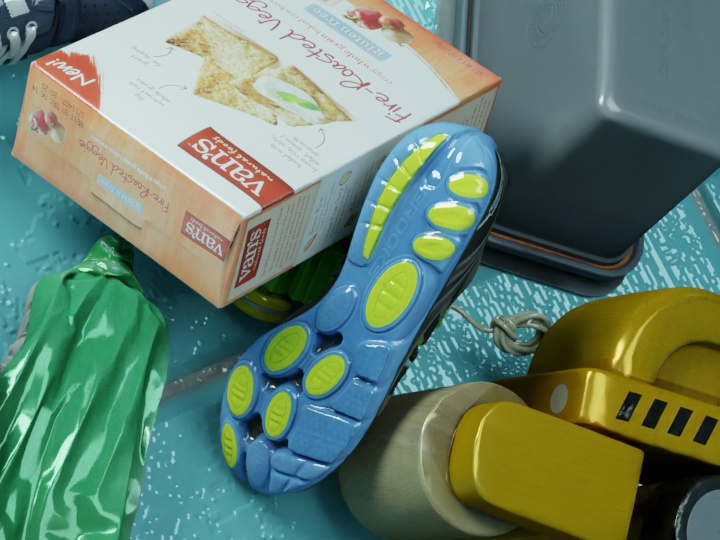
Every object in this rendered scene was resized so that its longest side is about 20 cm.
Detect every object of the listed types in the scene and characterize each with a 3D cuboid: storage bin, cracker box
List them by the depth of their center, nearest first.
[{"bbox_3d":[-0.046,-0.073,1.322,0.134,0.058,0.200,35,40,21],"label":"cracker box"},{"bbox_3d":[0.132,-0.106,1.449,0.145,0.134,0.201,17,62,-24],"label":"storage bin"}]

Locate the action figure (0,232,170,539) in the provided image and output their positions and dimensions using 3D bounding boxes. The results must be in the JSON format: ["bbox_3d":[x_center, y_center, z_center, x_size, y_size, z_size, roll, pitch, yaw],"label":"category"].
[{"bbox_3d":[-0.133,0.071,1.256,0.118,0.055,0.201,25,62,-17],"label":"action figure"}]

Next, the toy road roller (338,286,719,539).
[{"bbox_3d":[0.100,0.071,1.338,0.199,0.123,0.147,18,75,-27],"label":"toy road roller"}]

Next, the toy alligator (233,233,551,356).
[{"bbox_3d":[0.000,0.000,1.374,0.199,0.060,0.054,16,20,-25],"label":"toy alligator"}]

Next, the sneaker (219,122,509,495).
[{"bbox_3d":[0.008,0.023,1.300,0.071,0.200,0.083,38,12,20],"label":"sneaker"}]

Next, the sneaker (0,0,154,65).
[{"bbox_3d":[-0.190,-0.103,1.289,0.199,0.070,0.109,8,60,-21],"label":"sneaker"}]
